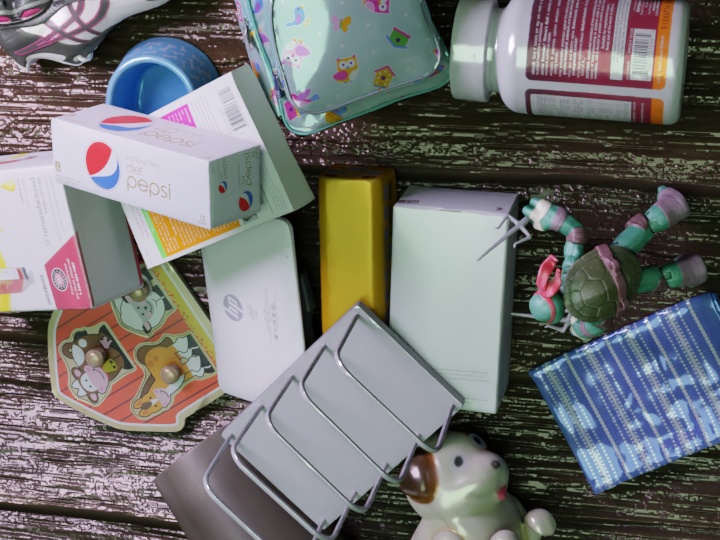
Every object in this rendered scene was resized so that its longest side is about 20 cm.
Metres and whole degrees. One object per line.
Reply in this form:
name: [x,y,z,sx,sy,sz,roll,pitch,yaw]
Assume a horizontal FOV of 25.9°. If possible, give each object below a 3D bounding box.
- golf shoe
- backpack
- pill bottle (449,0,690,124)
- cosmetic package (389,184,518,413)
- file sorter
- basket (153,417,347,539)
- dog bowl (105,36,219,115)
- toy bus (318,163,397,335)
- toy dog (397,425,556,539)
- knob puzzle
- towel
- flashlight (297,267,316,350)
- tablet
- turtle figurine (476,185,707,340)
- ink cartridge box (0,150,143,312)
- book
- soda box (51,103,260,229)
golf shoe: [-0.259,-0.247,1.496,0.200,0.077,0.088,-6,126,18]
backpack: [-0.023,-0.233,1.381,0.176,0.153,0.200,-20,95,-3]
pill bottle: [0.184,-0.189,1.371,0.200,0.110,0.110,6,109,12]
cosmetic package: [0.088,0.026,1.481,0.113,0.081,0.200,8,108,12]
file sorter: [-0.030,0.159,1.441,0.139,0.125,0.200,44,113,-5]
basket: [-0.105,0.258,1.570,0.136,0.180,0.200,-38,84,14]
dog bowl: [-0.200,-0.124,1.522,0.111,0.050,0.200,13,111,10]
toy bus: [0.000,0.000,1.495,0.065,0.078,0.200,3,108,13]
toy dog: [0.102,0.252,1.535,0.194,0.139,0.200,17,118,48]
knob puzzle: [-0.243,0.086,1.610,0.219,0.030,0.220,4,109,13]
towel: [0.280,0.119,1.492,0.200,0.024,0.145,-26,99,20]
flashlight: [-0.052,0.098,1.551,0.068,0.068,0.200,-3,104,47]
tablet: [-0.105,0.038,1.517,0.130,0.014,0.200,12,115,41]
turtle figurine: [0.209,0.005,1.401,0.200,0.101,0.150,-21,121,-16]
ink cartridge box: [-0.326,-0.037,1.534,0.200,0.083,0.145,-3,106,34]
book: [-0.147,-0.092,1.427,0.200,0.048,0.134,-18,99,43]
soda box: [-0.183,-0.095,1.385,0.200,0.068,0.064,16,116,35]
